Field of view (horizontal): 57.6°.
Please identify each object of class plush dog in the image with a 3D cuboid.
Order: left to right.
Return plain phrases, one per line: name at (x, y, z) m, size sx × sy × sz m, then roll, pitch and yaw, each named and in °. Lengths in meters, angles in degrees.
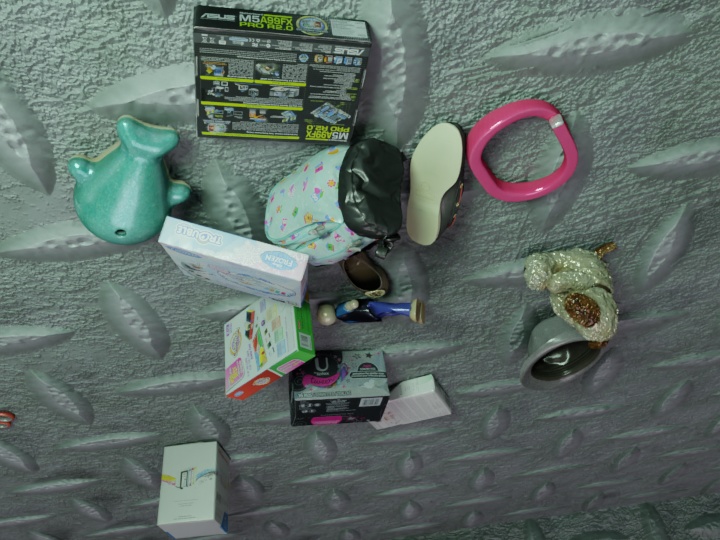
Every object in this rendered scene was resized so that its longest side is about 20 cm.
plush dog at (0.403, 0.049, 1.161) m, size 0.160 × 0.172 × 0.200 m, roll -28°, pitch 139°, yaw 25°

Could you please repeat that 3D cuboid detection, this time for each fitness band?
fitness band at (0.232, -0.165, 0.939) m, size 0.144 × 0.037 × 0.200 m, roll -24°, pitch 146°, yaw 20°

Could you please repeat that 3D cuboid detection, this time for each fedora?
fedora at (0.417, 0.163, 1.393) m, size 0.177 × 0.090 × 0.200 m, roll 9°, pitch 135°, yaw -25°

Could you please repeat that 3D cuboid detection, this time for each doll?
doll at (0.012, 0.075, 1.202) m, size 0.200 × 0.049 × 0.136 m, roll -3°, pitch 168°, yaw 20°

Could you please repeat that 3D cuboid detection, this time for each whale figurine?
whale figurine at (-0.301, -0.109, 0.859) m, size 0.159 × 0.104 × 0.200 m, roll 14°, pitch 140°, yaw -28°

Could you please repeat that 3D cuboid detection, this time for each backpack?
backpack at (-0.039, -0.088, 0.917) m, size 0.127 × 0.167 × 0.200 m, roll 32°, pitch 143°, yaw -31°

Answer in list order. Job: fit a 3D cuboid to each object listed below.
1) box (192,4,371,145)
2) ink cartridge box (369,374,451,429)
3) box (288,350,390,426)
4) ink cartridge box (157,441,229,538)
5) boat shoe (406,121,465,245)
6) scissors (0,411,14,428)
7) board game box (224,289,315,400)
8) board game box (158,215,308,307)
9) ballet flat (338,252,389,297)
box at (-0.098, -0.228, 0.789) m, size 0.200 × 0.044 × 0.160 m, roll 0°, pitch 144°, yaw -11°
ink cartridge box at (0.106, 0.325, 1.600) m, size 0.200 × 0.050 × 0.161 m, roll -15°, pitch 144°, yaw 16°
box at (-0.050, 0.248, 1.399) m, size 0.200 × 0.115 × 0.132 m, roll -1°, pitch 143°, yaw -11°
ink cartridge box at (-0.425, 0.565, 1.690) m, size 0.144 × 0.200 × 0.147 m, roll -6°, pitch 145°, yaw 1°
boat shoe at (0.114, -0.131, 0.955) m, size 0.074 × 0.063 × 0.202 m, roll 29°, pitch 136°, yaw 22°
scissors at (-0.846, 0.306, 1.406) m, size 0.073 × 0.014 × 0.200 m, roll -31°, pitch 140°, yaw 31°
board game box at (-0.168, 0.122, 1.168) m, size 0.200 × 0.153 × 0.040 m, roll -34°, pitch 139°, yaw 32°
board game box at (-0.177, -0.007, 0.970) m, size 0.200 × 0.043 × 0.199 m, roll 16°, pitch 167°, yaw -2°
ballet flat at (0.000, 0.000, 1.121) m, size 0.067 × 0.046 × 0.200 m, roll -16°, pitch 144°, yaw 11°
